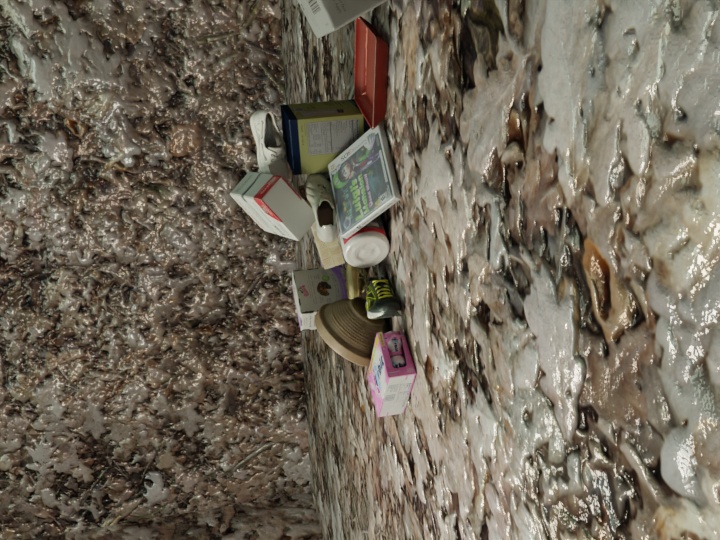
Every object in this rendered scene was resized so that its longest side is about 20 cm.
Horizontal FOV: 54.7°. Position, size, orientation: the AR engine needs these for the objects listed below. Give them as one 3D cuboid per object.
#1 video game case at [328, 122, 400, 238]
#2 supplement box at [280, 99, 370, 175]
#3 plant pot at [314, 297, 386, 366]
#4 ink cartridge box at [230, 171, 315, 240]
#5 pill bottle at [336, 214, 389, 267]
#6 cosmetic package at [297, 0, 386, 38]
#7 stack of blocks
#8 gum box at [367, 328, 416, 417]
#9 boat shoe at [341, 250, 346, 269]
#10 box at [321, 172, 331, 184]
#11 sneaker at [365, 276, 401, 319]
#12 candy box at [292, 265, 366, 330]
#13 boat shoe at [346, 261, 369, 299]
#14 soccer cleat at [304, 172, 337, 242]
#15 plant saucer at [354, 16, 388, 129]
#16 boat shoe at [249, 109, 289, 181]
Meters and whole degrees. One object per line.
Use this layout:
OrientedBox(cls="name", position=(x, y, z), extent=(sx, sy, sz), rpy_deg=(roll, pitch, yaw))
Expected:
OrientedBox(cls="video game case", position=(0.004, -0.200, 1.555), extent=(0.181, 0.023, 0.202), rpy_deg=(-34, 56, 38))
OrientedBox(cls="supplement box", position=(-0.086, -0.336, 1.732), extent=(0.200, 0.198, 0.136), rpy_deg=(-118, 24, -63))
OrientedBox(cls="plant pot", position=(-0.005, 0.130, 1.690), extent=(0.093, 0.200, 0.201), rpy_deg=(-54, 29, 21))
OrientedBox(cls="ink cartridge box", position=(-0.216, -0.161, 1.718), extent=(0.144, 0.084, 0.199), rpy_deg=(48, 163, -30))
OrientedBox(cls="pill bottle", position=(-0.004, -0.115, 1.655), extent=(0.111, 0.110, 0.201), rpy_deg=(98, 163, -49))
OrientedBox(cls="cosmetic package", position=(-0.015, -0.518, 1.168), extent=(0.166, 0.199, 0.165), rpy_deg=(61, 175, -18))
OrientedBox(cls="stack of blocks", position=(-0.102, -0.120, 1.818), extent=(0.115, 0.058, 0.202), rpy_deg=(-113, 6, -61))
OrientedBox(cls="gum box", position=(0.068, 0.231, 1.570), extent=(0.201, 0.065, 0.114), rpy_deg=(99, 160, -52))
OrientedBox(cls="boat shoe", position=(-0.008, -0.058, 1.844), extent=(0.201, 0.070, 0.091), rpy_deg=(95, 154, -46))
OrientedBox(cls="box", position=(-0.079, -0.217, 1.824), extent=(0.200, 0.039, 0.138), rpy_deg=(-115, 10, -70))
OrientedBox(cls="sneaker", position=(0.043, 0.060, 1.595), extent=(0.200, 0.074, 0.086), rpy_deg=(-154, 59, -77))
OrientedBox(cls="candy box", position=(-0.079, 0.071, 1.903), extent=(0.169, 0.198, 0.072), rpy_deg=(-106, 15, -45))
OrientedBox(cls="boat shoe", position=(0.000, 0.002, 1.683), extent=(0.201, 0.062, 0.074), rpy_deg=(-82, -8, -64))
OrientedBox(cls="soccer cleat", position=(-0.087, -0.159, 1.627), extent=(0.078, 0.069, 0.202), rpy_deg=(96, 163, -59))
OrientedBox(cls="plant saucer", position=(0.024, -0.443, 1.545), extent=(0.200, 0.036, 0.202), rpy_deg=(-112, 19, -54))
OrientedBox(cls="boat shoe", position=(-0.216, -0.296, 1.721), extent=(0.069, 0.071, 0.202), rpy_deg=(8, 121, 53))
